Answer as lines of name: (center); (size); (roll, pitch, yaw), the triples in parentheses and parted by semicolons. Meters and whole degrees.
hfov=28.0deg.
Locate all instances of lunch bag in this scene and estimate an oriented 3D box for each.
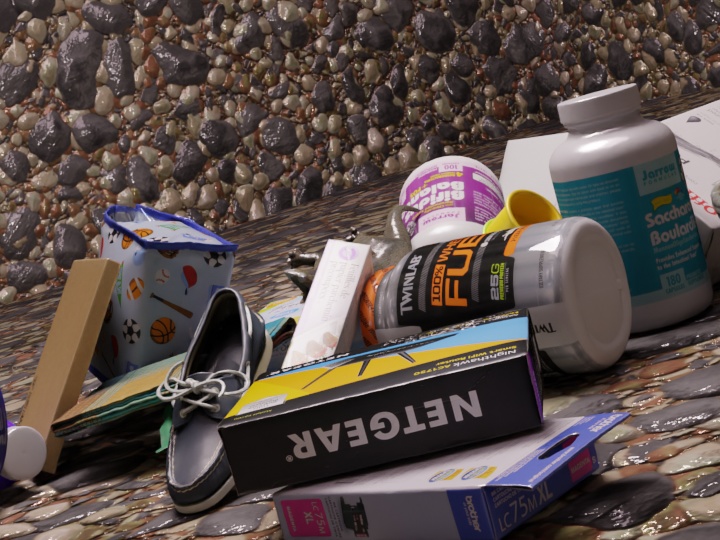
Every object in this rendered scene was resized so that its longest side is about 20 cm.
lunch bag: (-0.213, 0.030, 1.461); (0.123, 0.171, 0.200); (4, 10, -33)

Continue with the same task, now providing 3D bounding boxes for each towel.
towel: (-0.160, 0.093, 1.274); (0.199, 0.022, 0.147); (-20, 7, 14)

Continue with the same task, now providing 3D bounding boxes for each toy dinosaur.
toy dinosaur: (0.000, 0.000, 1.352); (0.200, 0.077, 0.102); (-23, 26, -38)

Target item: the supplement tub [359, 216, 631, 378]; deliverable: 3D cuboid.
supplement tub: (0.106, 0.031, 1.166); (0.199, 0.123, 0.122); (-11, 9, 35)

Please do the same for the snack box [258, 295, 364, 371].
snack box: (-0.036, 0.065, 1.425); (0.168, 0.068, 0.200); (-14, 7, 16)

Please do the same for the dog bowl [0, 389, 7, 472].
dog bowl: (-0.399, 0.126, 1.230); (0.199, 0.201, 0.079); (-11, 6, 33)

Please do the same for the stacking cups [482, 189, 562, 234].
stacking cups: (0.101, 0.015, 1.274); (0.060, 0.061, 0.200); (-24, -22, -47)

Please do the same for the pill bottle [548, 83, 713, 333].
pill bottle: (0.226, -0.054, 1.235); (0.110, 0.201, 0.111); (-16, 8, 2)

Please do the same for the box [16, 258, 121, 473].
box: (-0.280, 0.086, 1.369); (0.021, 0.201, 0.163); (21, -8, -20)

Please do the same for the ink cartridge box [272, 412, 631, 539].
ink cartridge box: (0.057, 0.128, 0.881); (0.200, 0.042, 0.119); (-13, 7, 41)

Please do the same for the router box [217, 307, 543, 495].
router box: (0.020, 0.083, 0.950); (0.199, 0.051, 0.149); (-15, 7, 8)

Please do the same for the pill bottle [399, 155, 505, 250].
pill bottle: (0.094, -0.021, 1.439); (0.112, 0.113, 0.200); (-14, 32, 10)

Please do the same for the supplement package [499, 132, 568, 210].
supplement package: (0.241, -0.078, 1.562); (0.117, 0.118, 0.200); (13, -4, -23)

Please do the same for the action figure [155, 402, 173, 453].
action figure: (-0.126, 0.122, 1.244); (0.118, 0.055, 0.200); (-19, 9, -11)

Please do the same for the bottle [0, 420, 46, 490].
bottle: (-0.359, 0.168, 1.317); (0.200, 0.066, 0.083); (-8, -13, 44)

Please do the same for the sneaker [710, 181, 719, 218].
sneaker: (0.339, -0.026, 1.207); (0.075, 0.088, 0.200); (-14, 16, 18)

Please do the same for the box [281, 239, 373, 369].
box: (-0.031, 0.059, 1.163); (0.039, 0.042, 0.200); (8, 48, 12)

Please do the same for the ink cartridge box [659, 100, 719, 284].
ink cartridge box: (0.323, -0.072, 1.362); (0.200, 0.083, 0.146); (-21, 51, -39)

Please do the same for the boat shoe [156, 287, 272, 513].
boat shoe: (-0.113, 0.095, 1.111); (0.075, 0.062, 0.200); (-7, 40, 23)
